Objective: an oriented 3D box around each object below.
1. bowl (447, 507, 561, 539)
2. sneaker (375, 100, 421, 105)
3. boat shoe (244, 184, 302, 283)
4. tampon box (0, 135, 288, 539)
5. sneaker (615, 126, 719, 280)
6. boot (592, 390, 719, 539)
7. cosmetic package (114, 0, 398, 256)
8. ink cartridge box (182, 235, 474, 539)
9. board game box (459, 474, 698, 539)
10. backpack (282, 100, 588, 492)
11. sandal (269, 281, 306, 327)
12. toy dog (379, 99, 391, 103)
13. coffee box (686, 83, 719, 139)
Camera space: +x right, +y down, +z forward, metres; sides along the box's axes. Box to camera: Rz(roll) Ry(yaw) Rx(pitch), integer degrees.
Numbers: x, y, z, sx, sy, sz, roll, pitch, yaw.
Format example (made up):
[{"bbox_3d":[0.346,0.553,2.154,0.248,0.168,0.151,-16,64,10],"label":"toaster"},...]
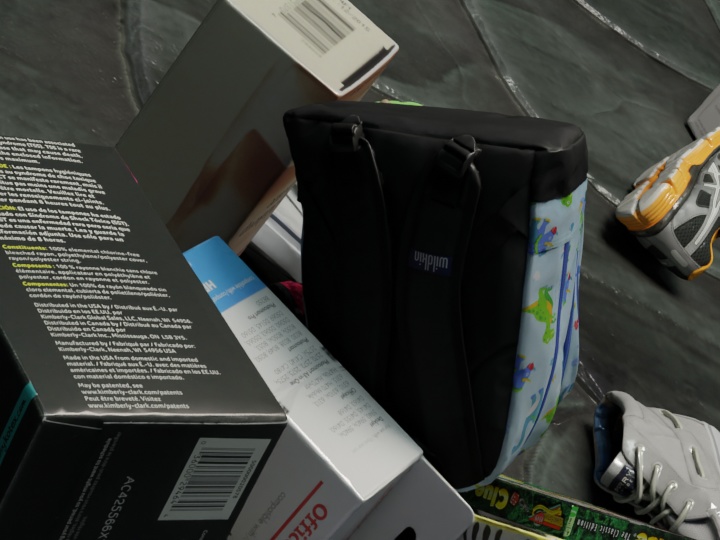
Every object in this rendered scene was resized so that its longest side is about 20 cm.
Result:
[{"bbox_3d":[0.112,0.194,1.218,0.199,0.095,0.201,16,-5,1],"label":"bowl"},{"bbox_3d":[0.063,-0.042,1.535,0.199,0.077,0.084,35,26,-7],"label":"sneaker"},{"bbox_3d":[0.000,0.000,1.350,0.200,0.067,0.074,39,-7,31],"label":"boat shoe"},{"bbox_3d":[-0.151,0.055,1.045,0.125,0.151,0.200,5,37,-37],"label":"tampon box"},{"bbox_3d":[0.258,-0.052,1.787,0.077,0.078,0.200,53,33,-3],"label":"sneaker"},{"bbox_3d":[0.192,0.153,1.439,0.095,0.074,0.200,24,24,-15],"label":"boot"},{"bbox_3d":[-0.078,-0.068,1.281,0.087,0.200,0.103,41,31,1],"label":"cosmetic package"},{"bbox_3d":[-0.051,0.097,1.170,0.200,0.116,0.067,46,33,10],"label":"ink cartridge box"},{"bbox_3d":[0.089,0.128,1.266,0.104,0.024,0.199,16,-2,-34],"label":"board game box"},{"bbox_3d":[0.045,0.016,1.189,0.162,0.202,0.153,7,10,26],"label":"backpack"},{"bbox_3d":[-0.028,0.033,1.290,0.075,0.045,0.200,46,9,9],"label":"sandal"},{"bbox_3d":[0.039,-0.018,1.445,0.199,0.133,0.096,29,7,-1],"label":"toy dog"},{"bbox_3d":[0.439,-0.104,1.926,0.197,0.200,0.201,15,38,-37],"label":"coffee box"}]
